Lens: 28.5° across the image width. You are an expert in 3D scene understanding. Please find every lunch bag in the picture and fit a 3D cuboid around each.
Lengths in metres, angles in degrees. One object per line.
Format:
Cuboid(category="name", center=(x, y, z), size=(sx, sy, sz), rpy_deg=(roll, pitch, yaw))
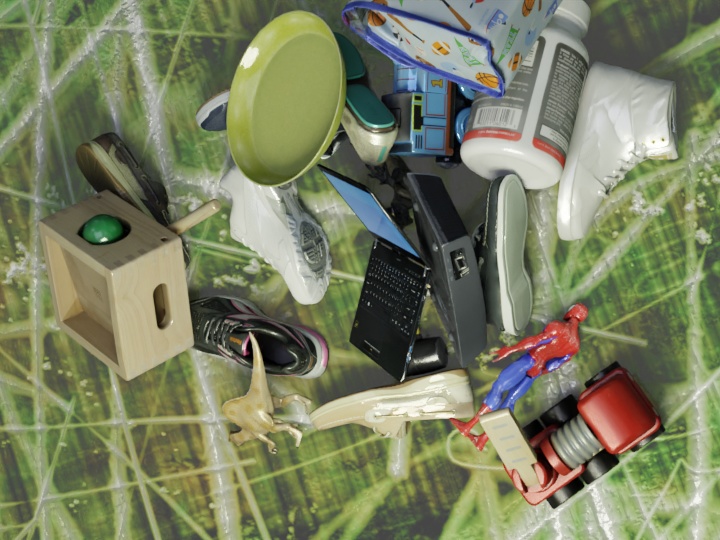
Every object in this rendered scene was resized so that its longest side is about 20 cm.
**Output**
Cuboid(category="lunch bag", center=(0.100, -0.297, 1.497), size=(0.199, 0.124, 0.171), rpy_deg=(23, 70, 26))

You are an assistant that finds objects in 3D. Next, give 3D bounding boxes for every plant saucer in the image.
Cuboid(category="plant saucer", center=(-0.078, -0.191, 1.598), size=(0.199, 0.031, 0.202), rpy_deg=(-13, 71, 44))

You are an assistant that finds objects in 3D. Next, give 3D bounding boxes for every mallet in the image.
Cuboid(category="mallet", center=(0.064, 0.023, 1.662), size=(0.065, 0.041, 0.202), rpy_deg=(-5, 86, 21))

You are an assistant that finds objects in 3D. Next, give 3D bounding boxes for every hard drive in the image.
Cuboid(category="hard drive", center=(0.097, -0.003, 1.560), size=(0.042, 0.201, 0.135), rpy_deg=(-18, 46, -4))

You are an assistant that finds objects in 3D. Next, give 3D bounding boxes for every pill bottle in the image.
Cuboid(category="pill bottle", center=(0.186, -0.201, 1.553), size=(0.115, 0.116, 0.202), rpy_deg=(11, 76, 18))

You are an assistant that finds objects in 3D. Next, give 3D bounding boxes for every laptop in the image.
Cuboid(category="laptop", center=(0.000, 0.000, 1.595), size=(0.102, 0.177, 0.202), rpy_deg=(11, 98, -21))

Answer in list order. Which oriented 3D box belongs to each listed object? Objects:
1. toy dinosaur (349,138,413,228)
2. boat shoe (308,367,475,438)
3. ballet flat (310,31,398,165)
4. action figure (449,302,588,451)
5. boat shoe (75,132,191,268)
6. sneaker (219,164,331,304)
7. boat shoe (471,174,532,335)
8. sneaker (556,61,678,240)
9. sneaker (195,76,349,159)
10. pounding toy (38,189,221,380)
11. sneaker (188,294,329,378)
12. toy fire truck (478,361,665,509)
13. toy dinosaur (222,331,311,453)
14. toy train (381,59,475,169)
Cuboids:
Cuboid(category="toy dinosaur", center=(0.049, -0.088, 1.636), size=(0.047, 0.088, 0.201), rpy_deg=(-41, 78, 25))
Cuboid(category="boat shoe", center=(0.036, 0.166, 1.657), size=(0.198, 0.072, 0.066), rpy_deg=(-15, 85, 13))
Cuboid(category="ballet flat", center=(-0.015, -0.193, 1.604), size=(0.201, 0.067, 0.063), rpy_deg=(-115, 26, -43))
Cuboid(category="action figure", center=(0.185, 0.112, 1.605), size=(0.200, 0.065, 0.052), rpy_deg=(-44, 38, 1))
Cuboid(category="boat shoe", center=(-0.268, -0.086, 1.754), size=(0.201, 0.066, 0.072), rpy_deg=(51, 149, -3))
Cuboid(category="sneaker", center=(-0.106, -0.044, 1.705), size=(0.099, 0.078, 0.201), rpy_deg=(-29, 79, 31))
Cuboid(category="boat shoe", center=(0.150, -0.017, 1.578), size=(0.060, 0.076, 0.202), rpy_deg=(13, 123, 29))
Cuboid(category="sneaker", center=(0.289, -0.122, 1.562), size=(0.115, 0.074, 0.202), rpy_deg=(15, 95, 21))
Cuboid(category="sneaker", center=(-0.098, -0.175, 1.693), size=(0.198, 0.070, 0.109), rpy_deg=(-18, 83, 15))
Cuboid(category="pounding toy", center=(-0.266, -0.005, 1.678), size=(0.184, 0.142, 0.201), rpy_deg=(30, 135, 38))
Cuboid(category="sneaker", center=(-0.139, 0.078, 1.704), size=(0.198, 0.086, 0.081), rpy_deg=(11, 93, 19))
Cuboid(category="toy fire truck", center=(0.219, 0.174, 1.524), size=(0.176, 0.200, 0.129), rpy_deg=(-38, 80, 16))
Cuboid(category="toy dinosaur", center=(-0.112, 0.165, 1.665), size=(0.100, 0.059, 0.201), rpy_deg=(16, 136, -1))
Cuboid(category="toy train", center=(0.084, -0.217, 1.599), size=(0.086, 0.113, 0.202), rpy_deg=(6, 94, 56))
